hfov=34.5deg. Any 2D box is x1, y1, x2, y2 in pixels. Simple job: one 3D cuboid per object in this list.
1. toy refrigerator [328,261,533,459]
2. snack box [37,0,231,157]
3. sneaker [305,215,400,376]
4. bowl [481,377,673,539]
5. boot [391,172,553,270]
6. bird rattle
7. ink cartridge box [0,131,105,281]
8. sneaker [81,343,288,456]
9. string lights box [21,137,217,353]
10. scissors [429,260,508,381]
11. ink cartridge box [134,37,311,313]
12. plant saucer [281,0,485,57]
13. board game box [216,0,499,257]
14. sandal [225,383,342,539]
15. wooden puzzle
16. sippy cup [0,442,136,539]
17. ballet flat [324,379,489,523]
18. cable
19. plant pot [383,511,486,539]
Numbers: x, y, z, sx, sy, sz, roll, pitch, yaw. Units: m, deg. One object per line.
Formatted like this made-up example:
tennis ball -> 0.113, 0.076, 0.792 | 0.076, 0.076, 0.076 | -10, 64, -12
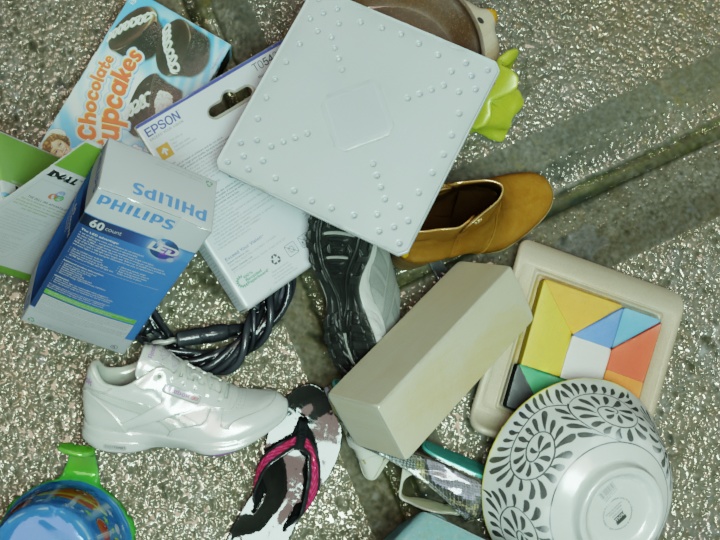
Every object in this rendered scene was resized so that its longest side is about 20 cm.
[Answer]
toy refrigerator -> 0.070, 0.081, 1.080 | 0.200, 0.075, 0.071 | -43, 119, -29
snack box -> -0.227, -0.165, 1.162 | 0.115, 0.037, 0.202 | 28, 80, 0
sneaker -> 0.000, 0.000, 1.112 | 0.073, 0.079, 0.204 | 7, 112, 30
bowl -> 0.221, 0.210, 1.078 | 0.197, 0.094, 0.205 | -4, 101, -19
boot -> 0.121, -0.059, 1.115 | 0.199, 0.144, 0.072 | -24, 82, -15
bird rattle -> 0.070, -0.203, 1.182 | 0.196, 0.113, 0.166 | 5, 69, 9
ink cartridge box -> -0.273, -0.076, 1.045 | 0.198, 0.147, 0.077 | -29, 64, 22
sneaker -> -0.166, 0.120, 1.091 | 0.196, 0.075, 0.101 | -2, 110, -6
string lights box -> -0.212, -0.015, 1.005 | 0.102, 0.200, 0.060 | 21, 46, -23
scissors -> 0.098, 0.019, 1.175 | 0.072, 0.014, 0.203 | -14, 81, -6
ink cartridge box -> -0.091, -0.096, 1.126 | 0.195, 0.043, 0.202 | -34, 93, -22
plant saucer -> 0.021, -0.191, 1.103 | 0.197, 0.037, 0.204 | -2, 72, 6
board game box -> -0.001, -0.136, 1.057 | 0.198, 0.026, 0.202 | 25, 77, 15
sandal -> -0.073, 0.207, 1.114 | 0.074, 0.045, 0.203 | 24, 80, 0
wooden puzzle -> 0.219, 0.089, 1.154 | 0.182, 0.037, 0.203 | 18, 80, -6
sippy cup -> -0.276, 0.258, 1.047 | 0.138, 0.130, 0.180 | -24, 84, -7
ballet flat -> 0.040, 0.183, 1.119 | 0.198, 0.072, 0.073 | 31, 80, 1
cable -> -0.143, 0.003, 1.137 | 0.163, 0.051, 0.200 | 42, 80, 2
plant pot -> 0.061, 0.334, 1.039 | 0.193, 0.197, 0.202 | 24, 71, -1
